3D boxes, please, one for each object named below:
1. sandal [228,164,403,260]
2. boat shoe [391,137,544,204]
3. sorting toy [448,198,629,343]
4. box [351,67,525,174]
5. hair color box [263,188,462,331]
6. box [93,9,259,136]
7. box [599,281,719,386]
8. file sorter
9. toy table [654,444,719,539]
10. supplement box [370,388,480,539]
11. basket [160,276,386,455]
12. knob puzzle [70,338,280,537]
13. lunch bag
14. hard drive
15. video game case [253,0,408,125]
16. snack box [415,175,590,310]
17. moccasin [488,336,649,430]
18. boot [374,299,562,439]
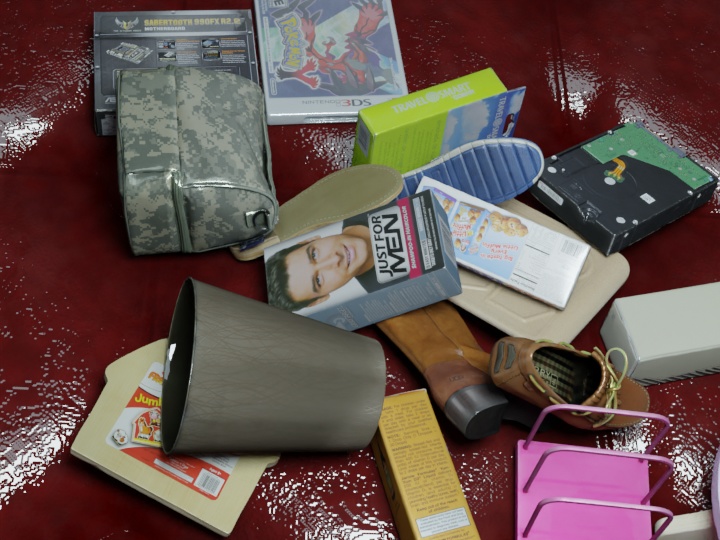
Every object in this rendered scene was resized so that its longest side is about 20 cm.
[{"bbox_3d":[-0.043,-0.050,1.374,0.209,0.070,0.078,-20,46,6],"label":"sandal"},{"bbox_3d":[0.112,-0.108,1.382,0.197,0.073,0.072,-14,12,16],"label":"boat shoe"},{"bbox_3d":[0.174,0.001,1.360,0.199,0.037,0.185,33,51,22],"label":"sorting toy"},{"bbox_3d":[0.088,-0.160,1.422,0.197,0.123,0.048,-20,59,-19],"label":"box"},{"bbox_3d":[0.000,0.000,1.291,0.197,0.061,0.100,-19,56,16],"label":"hair color box"},{"bbox_3d":[-0.223,-0.241,1.479,0.196,0.049,0.160,-3,57,-10],"label":"box"},{"bbox_3d":[0.371,0.067,1.344,0.196,0.069,0.083,-7,57,-12],"label":"box"},{"bbox_3d":[0.226,0.243,1.168,0.136,0.126,0.203,6,60,-3],"label":"file sorter"},{"bbox_3d":[0.393,0.248,1.199,0.181,0.118,0.202,18,57,4],"label":"toy table"},{"bbox_3d":[0.063,0.221,1.204,0.068,0.067,0.202,-13,60,-15],"label":"supplement box"},{"bbox_3d":[-0.085,0.106,1.204,0.197,0.137,0.183,11,51,-19],"label":"basket"},{"bbox_3d":[-0.171,0.150,1.238,0.216,0.031,0.222,11,51,-13],"label":"knob puzzle"},{"bbox_3d":[-0.178,-0.121,1.347,0.165,0.140,0.202,-6,53,-4],"label":"lunch bag"},{"bbox_3d":[0.307,-0.101,1.436,0.198,0.038,0.140,-26,55,-33],"label":"hard drive"},{"bbox_3d":[-0.038,-0.268,1.537,0.179,0.023,0.203,-3,57,-9],"label":"video game case"},{"bbox_3d":[0.142,-0.031,1.316,0.198,0.024,0.073,24,87,15],"label":"snack box"},{"bbox_3d":[0.218,0.109,1.203,0.200,0.077,0.075,29,69,-32],"label":"moccasin"},{"bbox_3d":[0.125,0.089,1.309,0.186,0.069,0.200,-11,42,-29],"label":"boot"}]
